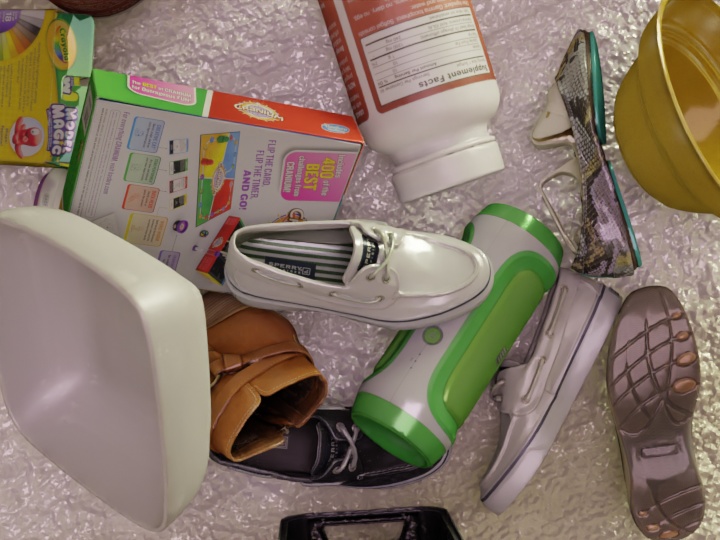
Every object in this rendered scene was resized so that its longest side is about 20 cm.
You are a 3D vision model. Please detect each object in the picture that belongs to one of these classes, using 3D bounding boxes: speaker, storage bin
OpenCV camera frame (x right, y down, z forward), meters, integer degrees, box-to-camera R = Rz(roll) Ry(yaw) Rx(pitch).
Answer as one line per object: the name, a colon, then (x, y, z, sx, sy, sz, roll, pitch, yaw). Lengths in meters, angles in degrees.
speaker: (0.076, 0.049, 1.034, 0.088, 0.088, 0.201, 35, 73, -2)
storage bin: (0.008, 0.240, 0.996, 0.134, 0.200, 0.095, -3, 91, -2)

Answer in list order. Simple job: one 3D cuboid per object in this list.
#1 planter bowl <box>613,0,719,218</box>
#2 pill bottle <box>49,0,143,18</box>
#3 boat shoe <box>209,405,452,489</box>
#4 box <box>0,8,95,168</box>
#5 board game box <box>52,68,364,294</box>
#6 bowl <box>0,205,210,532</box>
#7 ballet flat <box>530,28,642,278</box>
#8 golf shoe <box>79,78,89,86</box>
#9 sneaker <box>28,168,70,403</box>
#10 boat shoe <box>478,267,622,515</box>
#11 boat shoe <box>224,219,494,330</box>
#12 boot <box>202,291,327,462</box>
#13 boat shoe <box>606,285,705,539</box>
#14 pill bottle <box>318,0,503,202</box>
planter bowl: (0.253, -0.109, 1.039, 0.083, 0.200, 0.202, -26, 92, 37)
pill bottle: (-0.201, -0.247, 0.985, 0.111, 0.200, 0.113, 0, 90, -2)
boat shoe: (-0.024, 0.137, 1.060, 0.198, 0.068, 0.072, 6, 90, -2)
box: (-0.288, -0.140, 1.030, 0.198, 0.048, 0.119, 5, 91, 20)
board game box: (-0.115, -0.056, 0.994, 0.198, 0.040, 0.154, 8, 124, -22)
bowl: (-0.174, 0.055, 0.930, 0.074, 0.199, 0.201, -30, 132, -39)
ballet flat: (0.170, -0.090, 1.059, 0.071, 0.072, 0.202, -9, 80, -2)
golf shoe: (-0.164, -0.114, 1.042, 0.198, 0.094, 0.079, 4, 91, -1)
sneaker: (-0.210, 0.021, 1.049, 0.099, 0.075, 0.202, 5, 90, -1)
boat shoe: (0.135, 0.092, 1.066, 0.065, 0.072, 0.201, 29, 89, 2)
boat shoe: (0.000, 0.000, 0.972, 0.198, 0.067, 0.074, -2, 66, -3)
boot: (-0.124, 0.109, 1.011, 0.199, 0.155, 0.077, -37, 129, -11)
boat shoe: (0.228, 0.110, 1.068, 0.074, 0.073, 0.202, -3, 96, 1)
pill bottle: (0.040, -0.160, 1.032, 0.111, 0.112, 0.202, -18, 92, -2)
